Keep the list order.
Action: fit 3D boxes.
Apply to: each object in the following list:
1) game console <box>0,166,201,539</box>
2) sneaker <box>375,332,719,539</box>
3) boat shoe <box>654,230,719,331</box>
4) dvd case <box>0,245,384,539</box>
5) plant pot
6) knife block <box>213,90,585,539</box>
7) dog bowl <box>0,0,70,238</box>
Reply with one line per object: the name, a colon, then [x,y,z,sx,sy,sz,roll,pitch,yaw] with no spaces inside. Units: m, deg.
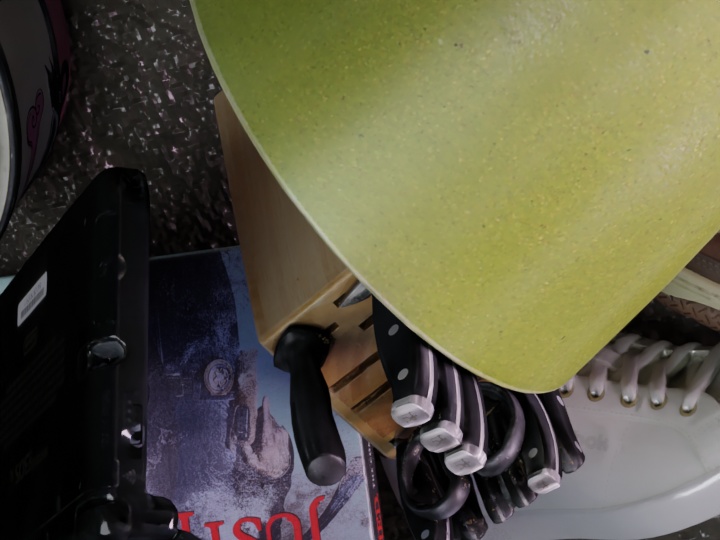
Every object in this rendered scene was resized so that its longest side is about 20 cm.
game console: [-0.055,0.076,0.940,0.116,0.176,0.200,5,164,-18]
sneaker: [0.080,0.047,0.997,0.200,0.073,0.085,-17,112,37]
boat shoe: [0.188,-0.003,0.920,0.202,0.075,0.075,17,104,19]
dvd case: [-0.064,0.093,1.038,0.146,0.022,0.201,-7,91,9]
plant pot: [0.082,-0.096,0.862,0.200,0.187,0.187,-38,97,21]
knife block: [0.000,0.000,0.916,0.064,0.176,0.200,-37,77,15]
dog bowl: [-0.199,-0.086,1.072,0.200,0.074,0.201,14,125,22]
